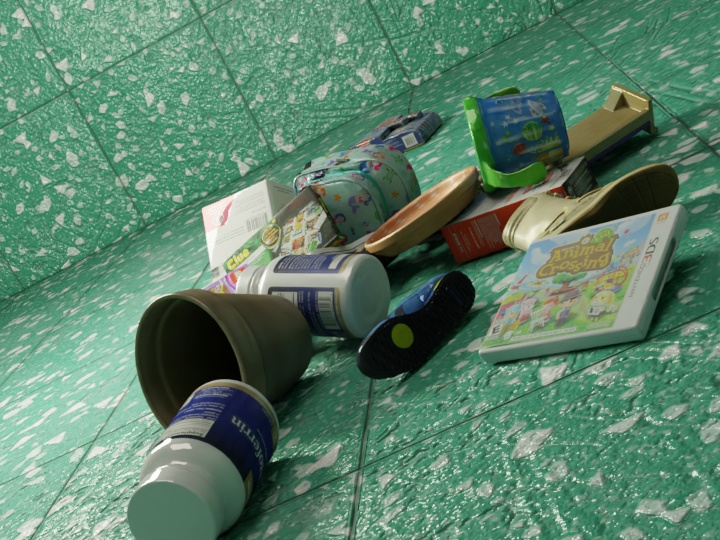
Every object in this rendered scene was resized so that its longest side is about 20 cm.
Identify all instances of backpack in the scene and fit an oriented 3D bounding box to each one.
[{"bbox_3d":[-0.001,-0.113,1.860,0.198,0.179,0.151,-14,21,15],"label":"backpack"}]

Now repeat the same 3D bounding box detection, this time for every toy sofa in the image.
[{"bbox_3d":[0.347,-0.185,1.668,0.199,0.098,0.083,-33,39,-18],"label":"toy sofa"}]

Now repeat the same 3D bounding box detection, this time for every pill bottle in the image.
[{"bbox_3d":[-0.164,0.208,1.169,0.115,0.116,0.200,-23,16,21],"label":"pill bottle"},{"bbox_3d":[-0.069,0.034,1.514,0.198,0.112,0.111,0,28,33],"label":"pill bottle"}]

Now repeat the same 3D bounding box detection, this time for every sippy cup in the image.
[{"bbox_3d":[0.222,-0.191,1.566,0.129,0.180,0.140,-14,-14,8],"label":"sippy cup"}]

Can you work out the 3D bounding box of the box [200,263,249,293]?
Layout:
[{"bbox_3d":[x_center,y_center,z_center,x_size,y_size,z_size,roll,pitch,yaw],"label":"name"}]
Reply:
[{"bbox_3d":[-0.191,0.088,1.625,0.136,0.039,0.200,-29,41,-3],"label":"box"}]

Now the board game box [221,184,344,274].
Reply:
[{"bbox_3d":[-0.122,-0.029,1.709,0.200,0.105,0.023,-39,-24,21],"label":"board game box"}]

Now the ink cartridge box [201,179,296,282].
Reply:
[{"bbox_3d":[-0.165,-0.024,1.799,0.144,0.202,0.084,-20,-17,29],"label":"ink cartridge box"}]

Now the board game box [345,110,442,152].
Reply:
[{"bbox_3d":[0.089,-0.329,2.670,0.199,0.062,0.200,-21,17,29],"label":"board game box"}]

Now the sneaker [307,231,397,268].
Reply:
[{"bbox_3d":[0.000,0.000,1.679,0.199,0.079,0.079,-18,-36,-40],"label":"sneaker"}]

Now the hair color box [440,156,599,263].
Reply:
[{"bbox_3d":[0.223,-0.083,1.552,0.199,0.064,0.111,-20,15,36],"label":"hair color box"}]

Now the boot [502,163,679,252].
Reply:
[{"bbox_3d":[0.282,-0.076,1.385,0.199,0.073,0.155,-36,19,-5],"label":"boot"}]

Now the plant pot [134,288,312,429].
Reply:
[{"bbox_3d":[-0.157,0.109,1.414,0.199,0.202,0.173,-16,1,41],"label":"plant pot"}]

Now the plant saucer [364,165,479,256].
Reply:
[{"bbox_3d":[0.095,-0.081,1.622,0.199,0.038,0.200,-35,8,6],"label":"plant saucer"}]

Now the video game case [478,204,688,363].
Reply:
[{"bbox_3d":[0.236,0.015,1.181,0.199,0.022,0.183,-15,34,44],"label":"video game case"}]

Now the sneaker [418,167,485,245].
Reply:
[{"bbox_3d":[0.156,-0.095,1.735,0.199,0.067,0.090,-26,22,13],"label":"sneaker"}]

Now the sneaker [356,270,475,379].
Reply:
[{"bbox_3d":[0.058,0.073,1.340,0.200,0.066,0.078,-39,6,-36],"label":"sneaker"}]
